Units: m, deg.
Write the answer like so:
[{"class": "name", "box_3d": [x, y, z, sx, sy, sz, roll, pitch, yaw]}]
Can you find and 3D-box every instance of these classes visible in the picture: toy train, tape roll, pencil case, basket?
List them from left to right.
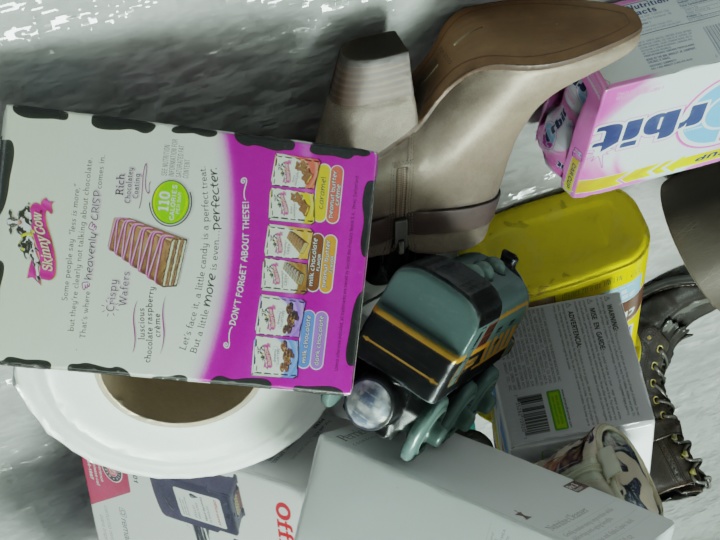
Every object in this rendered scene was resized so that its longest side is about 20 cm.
[{"class": "tape roll", "box_3d": [-0.114, 0.037, 0.912, 0.202, 0.071, 0.203, -4, 129, -5]}, {"class": "toy train", "box_3d": [0.050, 0.044, 0.898, 0.114, 0.085, 0.200, -60, 165, 16]}, {"class": "pencil case", "box_3d": [0.105, 0.168, 0.976, 0.200, 0.078, 0.089, -28, 152, 30]}, {"class": "basket", "box_3d": [0.332, -0.058, 1.058, 0.200, 0.180, 0.136, -28, 112, 25]}]

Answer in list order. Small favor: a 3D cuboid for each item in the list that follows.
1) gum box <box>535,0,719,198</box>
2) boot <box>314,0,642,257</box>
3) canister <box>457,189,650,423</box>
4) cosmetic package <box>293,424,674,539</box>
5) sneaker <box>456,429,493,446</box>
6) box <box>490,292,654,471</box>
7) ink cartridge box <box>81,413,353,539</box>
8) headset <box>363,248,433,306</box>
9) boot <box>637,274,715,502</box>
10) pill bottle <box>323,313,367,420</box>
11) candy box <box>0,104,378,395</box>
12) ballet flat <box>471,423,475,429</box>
[{"class": "gum box", "box_3d": [0.214, -0.123, 0.944, 0.200, 0.066, 0.114, -15, 149, -13]}, {"class": "boot", "box_3d": [0.067, -0.079, 0.877, 0.200, 0.070, 0.146, -7, 129, -1]}, {"class": "canister", "box_3d": [0.148, 0.030, 1.133, 0.148, 0.087, 0.200, -17, 149, -4]}, {"class": "cosmetic package", "box_3d": [0.073, 0.160, 0.884, 0.113, 0.200, 0.081, -8, 116, -62]}, {"class": "sneaker", "box_3d": [0.039, 0.169, 1.217, 0.076, 0.091, 0.200, 41, 133, -15]}, {"class": "box", "box_3d": [0.153, 0.121, 1.083, 0.101, 0.113, 0.200, -10, 145, 1]}, {"class": "ink cartridge box", "box_3d": [-0.092, 0.166, 1.035, 0.084, 0.200, 0.145, -41, 134, -47]}, {"class": "headset", "box_3d": [0.000, 0.000, 0.976, 0.123, 0.094, 0.200, -21, 139, -1]}, {"class": "boot", "box_3d": [0.256, 0.113, 1.253, 0.200, 0.174, 0.069, -31, 149, 16]}, {"class": "pill bottle", "box_3d": [-0.058, 0.122, 1.120, 0.111, 0.112, 0.200, 2, 143, -36]}, {"class": "candy box", "box_3d": [-0.099, -0.010, 0.794, 0.200, 0.137, 0.061, 7, 180, -13]}, {"class": "ballet flat", "box_3d": [0.049, 0.109, 1.222, 0.065, 0.071, 0.200, -11, 148, 10]}]
